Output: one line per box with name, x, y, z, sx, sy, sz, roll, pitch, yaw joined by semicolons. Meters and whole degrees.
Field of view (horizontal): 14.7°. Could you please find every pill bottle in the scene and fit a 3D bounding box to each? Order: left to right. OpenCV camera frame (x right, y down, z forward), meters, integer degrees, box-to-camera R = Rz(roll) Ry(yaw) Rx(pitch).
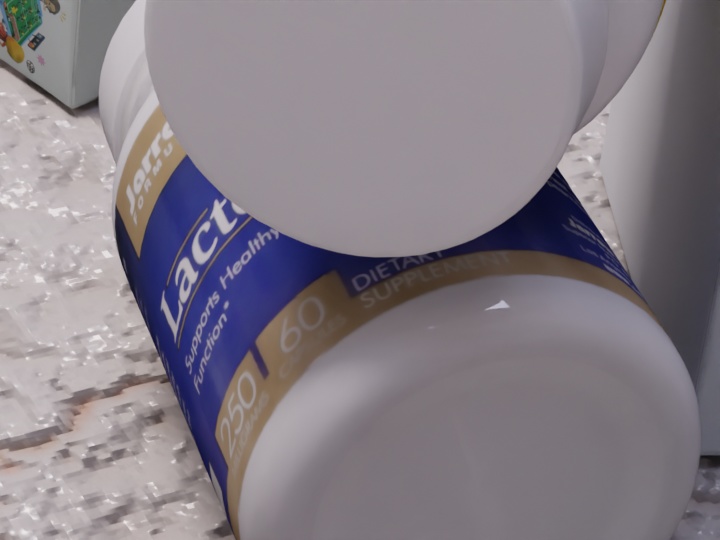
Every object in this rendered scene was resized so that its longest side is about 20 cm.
pill bottle;0.000;0.000;0.724;0.115;0.116;0.200;-6;36;-18
pill bottle;0.022;-0.092;0.658;0.114;0.115;0.200;13;32;9

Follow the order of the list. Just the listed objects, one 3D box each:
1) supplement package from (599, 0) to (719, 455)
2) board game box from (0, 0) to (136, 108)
supplement package;0.185;-0.049;0.791;0.199;0.152;0.151;1;35;-7
board game box;-0.107;-0.145;0.958;0.200;0.064;0.147;34;43;31
